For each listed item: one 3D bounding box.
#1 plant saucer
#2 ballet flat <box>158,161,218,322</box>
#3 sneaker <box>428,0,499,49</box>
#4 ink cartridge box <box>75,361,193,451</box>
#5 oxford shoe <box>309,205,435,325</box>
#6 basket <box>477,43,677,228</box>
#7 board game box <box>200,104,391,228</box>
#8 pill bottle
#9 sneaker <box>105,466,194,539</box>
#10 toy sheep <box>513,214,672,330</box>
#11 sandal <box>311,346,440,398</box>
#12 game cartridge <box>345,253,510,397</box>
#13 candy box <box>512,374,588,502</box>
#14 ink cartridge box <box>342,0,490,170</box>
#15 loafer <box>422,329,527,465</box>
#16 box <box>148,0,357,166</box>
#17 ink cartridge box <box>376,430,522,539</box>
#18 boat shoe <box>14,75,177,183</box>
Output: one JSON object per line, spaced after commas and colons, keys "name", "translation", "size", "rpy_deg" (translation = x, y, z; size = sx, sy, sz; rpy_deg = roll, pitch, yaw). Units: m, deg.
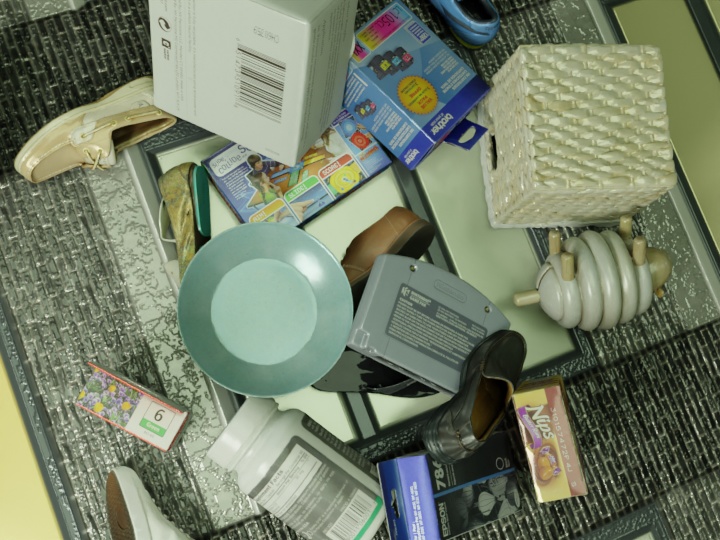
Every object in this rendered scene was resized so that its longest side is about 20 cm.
{"name": "plant saucer", "translation": [-0.109, 0.045, 0.948], "size": [0.200, 0.039, 0.202], "rpy_deg": [2, 80, -13]}
{"name": "ballet flat", "translation": [-0.207, -0.029, 0.991], "size": [0.071, 0.071, 0.201], "rpy_deg": [-8, 83, -10]}
{"name": "sneaker", "translation": [0.110, -0.383, 1.088], "size": [0.066, 0.078, 0.200], "rpy_deg": [-43, 88, -11]}
{"name": "ink cartridge box", "translation": [-0.240, 0.147, 0.881], "size": [0.109, 0.200, 0.050], "rpy_deg": [29, 77, -3]}
{"name": "oxford shoe", "translation": [0.000, 0.000, 1.024], "size": [0.200, 0.071, 0.071], "rpy_deg": [-44, 59, -10]}
{"name": "basket", "translation": [0.268, -0.165, 1.036], "size": [0.199, 0.161, 0.199], "rpy_deg": [-2, 80, -11]}
{"name": "board game box", "translation": [-0.080, -0.133, 1.037], "size": [0.200, 0.034, 0.136], "rpy_deg": [-35, 87, -13]}
{"name": "pill bottle", "translation": [-0.067, 0.230, 0.940], "size": [0.200, 0.113, 0.113], "rpy_deg": [38, 77, -1]}
{"name": "sneaker", "translation": [-0.224, 0.311, 0.936], "size": [0.085, 0.073, 0.200], "rpy_deg": [-15, 75, -42]}
{"name": "toy sheep", "translation": [0.287, 0.011, 1.025], "size": [0.199, 0.138, 0.138], "rpy_deg": [-9, 82, 3]}
{"name": "sandal", "translation": [0.034, 0.121, 1.008], "size": [0.200, 0.043, 0.076], "rpy_deg": [-5, 81, -12]}
{"name": "game cartridge", "translation": [0.086, 0.066, 0.986], "size": [0.200, 0.042, 0.133], "rpy_deg": [29, 66, -23]}
{"name": "candy box", "translation": [0.218, 0.185, 0.947], "size": [0.056, 0.200, 0.117], "rpy_deg": [-14, 82, 11]}
{"name": "ink cartridge box", "translation": [0.067, -0.223, 1.039], "size": [0.200, 0.076, 0.136], "rpy_deg": [44, 60, -2]}
{"name": "loafer", "translation": [0.150, 0.139, 0.941], "size": [0.073, 0.072, 0.200], "rpy_deg": [47, 52, -13]}
{"name": "box", "translation": [-0.122, -0.260, 0.934], "size": [0.200, 0.199, 0.131], "rpy_deg": [25, 49, 11]}
{"name": "ink cartridge box", "translation": [0.108, 0.250, 0.950], "size": [0.200, 0.039, 0.100], "rpy_deg": [-4, 81, -44]}
{"name": "boat shoe", "translation": [-0.311, -0.157, 0.985], "size": [0.200, 0.074, 0.069], "rpy_deg": [-35, 82, -13]}
